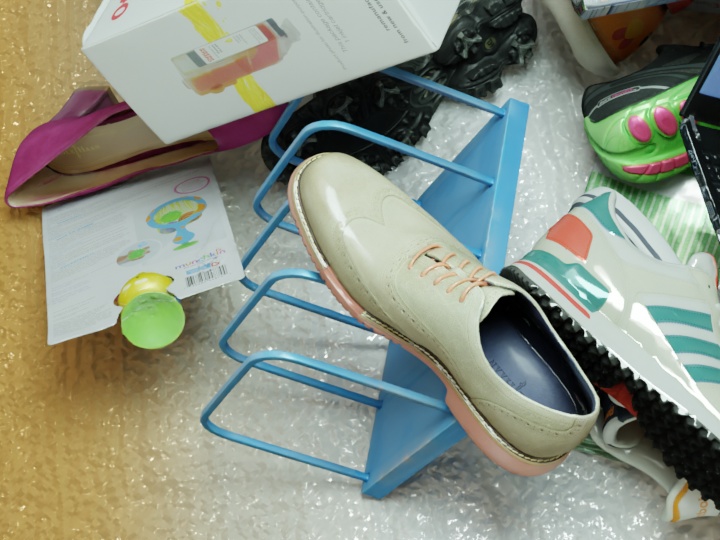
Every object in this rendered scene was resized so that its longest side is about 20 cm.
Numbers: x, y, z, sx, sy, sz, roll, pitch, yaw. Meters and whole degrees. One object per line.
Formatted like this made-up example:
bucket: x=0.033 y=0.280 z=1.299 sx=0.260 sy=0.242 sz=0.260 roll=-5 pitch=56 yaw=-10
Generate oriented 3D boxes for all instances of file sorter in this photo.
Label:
file sorter: x=0.000 y=0.000 z=0.937 sx=0.122 sy=0.139 sz=0.200 roll=20 pitch=61 yaw=-14

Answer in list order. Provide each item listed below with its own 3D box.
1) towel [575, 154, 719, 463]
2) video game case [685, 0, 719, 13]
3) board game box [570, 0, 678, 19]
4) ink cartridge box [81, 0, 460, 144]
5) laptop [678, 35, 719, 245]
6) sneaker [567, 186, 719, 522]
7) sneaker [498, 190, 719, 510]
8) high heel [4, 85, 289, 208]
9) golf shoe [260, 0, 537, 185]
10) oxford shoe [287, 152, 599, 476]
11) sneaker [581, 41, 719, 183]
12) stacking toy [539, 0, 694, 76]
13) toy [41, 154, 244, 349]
towel: x=0.184 y=0.022 z=0.989 sx=0.152 sy=0.023 sz=0.200 roll=13 pitch=63 yaw=14
video game case: x=0.316 y=-0.240 z=1.096 sx=0.182 sy=0.023 sz=0.200 roll=11 pitch=59 yaw=24
board game box: x=0.152 y=-0.241 z=0.955 sx=0.199 sy=0.062 sz=0.201 roll=-10 pitch=79 yaw=1
ink cartridge box: x=-0.037 y=-0.166 z=0.923 sx=0.200 sy=0.083 sz=0.145 roll=-14 pitch=39 yaw=36
laptop: x=0.262 y=-0.066 z=0.906 sx=0.103 sy=0.177 sz=0.200 roll=-29 pitch=69 yaw=36
sneaker: x=0.153 y=0.045 z=0.925 sx=0.079 sy=0.078 sz=0.200 roll=-24 pitch=64 yaw=-12
sneaker: x=0.170 y=0.040 z=0.850 sx=0.200 sy=0.070 sz=0.093 roll=42 pitch=71 yaw=8
high heel: x=-0.133 y=-0.074 z=1.037 sx=0.200 sy=0.067 sz=0.096 roll=-4 pitch=46 yaw=42
golf shoe: x=0.014 y=-0.126 z=1.077 sx=0.200 sy=0.078 sz=0.095 roll=-31 pitch=44 yaw=-11
oxford shoe: x=0.046 y=0.009 z=0.829 sx=0.200 sy=0.074 sz=0.071 roll=45 pitch=60 yaw=5
sneaker: x=0.225 y=-0.118 z=1.027 sx=0.200 sy=0.077 sz=0.084 roll=-16 pitch=41 yaw=-17
stacking toy: x=0.198 y=-0.223 z=1.025 sx=0.200 sy=0.146 sz=0.146 roll=-26 pitch=59 yaw=16
toy: x=-0.131 y=-0.005 z=1.010 sx=0.115 sy=0.047 sz=0.200 roll=-20 pitch=24 yaw=-2
